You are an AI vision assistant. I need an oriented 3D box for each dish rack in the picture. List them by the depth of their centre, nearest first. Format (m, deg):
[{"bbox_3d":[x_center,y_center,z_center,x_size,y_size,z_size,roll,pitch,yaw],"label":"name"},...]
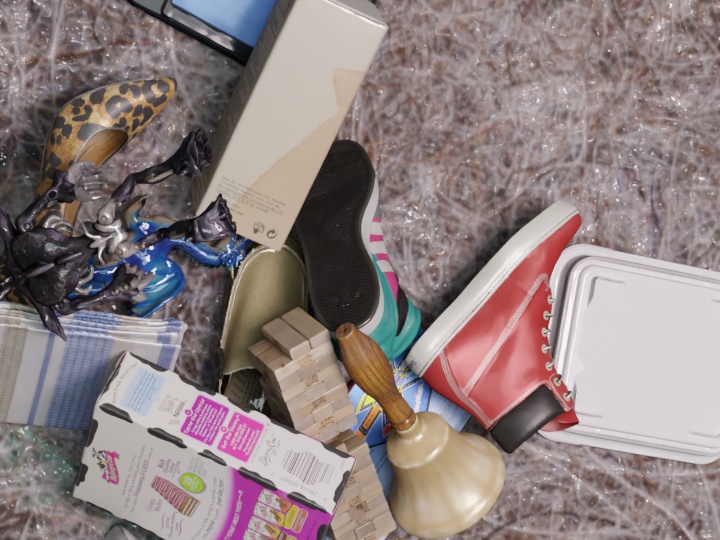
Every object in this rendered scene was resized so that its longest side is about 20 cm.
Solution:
[{"bbox_3d":[0.253,0.075,1.643,0.198,0.044,0.173,11,87,-16],"label":"dish rack"}]

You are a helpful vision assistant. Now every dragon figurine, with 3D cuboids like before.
[{"bbox_3d":[-0.177,0.007,1.517,0.200,0.059,0.100,-44,101,-12],"label":"dragon figurine"}]

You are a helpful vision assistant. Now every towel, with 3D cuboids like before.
[{"bbox_3d":[-0.244,0.075,1.472,0.198,0.147,0.024,6,50,-14],"label":"towel"}]

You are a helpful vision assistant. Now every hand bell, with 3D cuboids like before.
[{"bbox_3d":[0.031,0.111,1.489,0.104,0.104,0.201,-40,129,-11],"label":"hand bell"}]

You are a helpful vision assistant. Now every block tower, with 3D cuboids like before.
[{"bbox_3d":[-0.031,0.131,1.507,0.054,0.058,0.201,-28,120,-17],"label":"block tower"}]

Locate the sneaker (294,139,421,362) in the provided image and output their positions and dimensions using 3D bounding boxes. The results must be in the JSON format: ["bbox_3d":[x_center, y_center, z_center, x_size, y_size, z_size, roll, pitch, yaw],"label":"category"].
[{"bbox_3d":[0.000,0.000,1.551,0.083,0.121,0.201,-11,52,9],"label":"sneaker"}]

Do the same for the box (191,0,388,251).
[{"bbox_3d":[-0.059,-0.129,1.499,0.077,0.095,0.201,23,106,-14],"label":"box"}]

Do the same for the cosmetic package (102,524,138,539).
[{"bbox_3d":[-0.140,0.318,1.459,0.199,0.200,0.123,42,83,-12],"label":"cosmetic package"}]

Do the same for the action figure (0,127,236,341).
[{"bbox_3d":[-0.191,-0.025,1.403,0.198,0.102,0.120,-22,96,12],"label":"action figure"}]

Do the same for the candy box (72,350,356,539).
[{"bbox_3d":[-0.116,0.161,1.470,0.199,0.137,0.061,25,49,1],"label":"candy box"}]

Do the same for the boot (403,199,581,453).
[{"bbox_3d":[0.151,0.050,1.577,0.144,0.072,0.200,40,75,6],"label":"boot"}]

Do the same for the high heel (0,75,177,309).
[{"bbox_3d":[-0.207,-0.058,1.476,0.199,0.071,0.143,-31,68,0],"label":"high heel"}]

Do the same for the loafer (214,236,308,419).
[{"bbox_3d":[-0.079,0.069,1.540,0.075,0.067,0.202,9,89,-15],"label":"loafer"}]

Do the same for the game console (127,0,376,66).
[{"bbox_3d":[-0.066,-0.256,1.513,0.199,0.118,0.172,27,84,-13],"label":"game console"}]

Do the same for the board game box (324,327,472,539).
[{"bbox_3d":[0.015,0.148,1.592,0.103,0.019,0.201,39,81,-14],"label":"board game box"}]
